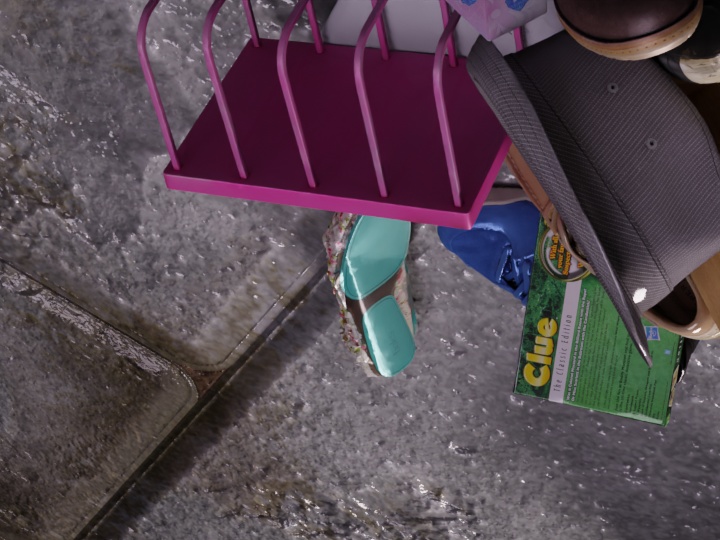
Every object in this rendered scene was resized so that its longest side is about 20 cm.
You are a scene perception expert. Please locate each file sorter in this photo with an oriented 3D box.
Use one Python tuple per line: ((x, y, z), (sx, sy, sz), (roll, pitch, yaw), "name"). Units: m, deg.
((-0.014, -0.127, 1.082), (0.199, 0.139, 0.126), (8, 137, 22), "file sorter")

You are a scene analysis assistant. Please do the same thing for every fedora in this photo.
((0.141, -0.057, 0.977), (0.200, 0.090, 0.177), (60, -174, 16), "fedora")

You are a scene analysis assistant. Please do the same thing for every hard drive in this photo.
((0.052, -0.153, 1.147), (0.132, 0.025, 0.200), (29, 143, -5), "hard drive")

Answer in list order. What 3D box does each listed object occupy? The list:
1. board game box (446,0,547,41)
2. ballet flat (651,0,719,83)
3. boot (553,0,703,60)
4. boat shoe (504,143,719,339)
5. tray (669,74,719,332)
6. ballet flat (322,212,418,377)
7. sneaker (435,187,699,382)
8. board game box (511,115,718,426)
((0.021, -0.251, 0.936), (0.200, 0.041, 0.200), (50, 160, 38), "board game box")
((0.184, -0.128, 0.992), (0.066, 0.200, 0.057), (-30, 104, 4), "ballet flat")
((0.104, -0.212, 0.912), (0.072, 0.200, 0.167), (-23, 127, 7), "boot")
((0.150, -0.037, 1.106), (0.200, 0.064, 0.071), (44, 115, 24), "boat shoe")
((0.220, -0.019, 1.064), (0.037, 0.099, 0.201), (-32, 79, 35), "tray")
((0.000, 0.000, 1.337), (0.064, 0.075, 0.200), (43, 151, 37), "ballet flat")
((0.135, 0.020, 1.240), (0.199, 0.111, 0.077), (20, 144, 7), "sneaker")
((0.162, -0.008, 1.165), (0.104, 0.023, 0.201), (12, 102, 15), "board game box")
